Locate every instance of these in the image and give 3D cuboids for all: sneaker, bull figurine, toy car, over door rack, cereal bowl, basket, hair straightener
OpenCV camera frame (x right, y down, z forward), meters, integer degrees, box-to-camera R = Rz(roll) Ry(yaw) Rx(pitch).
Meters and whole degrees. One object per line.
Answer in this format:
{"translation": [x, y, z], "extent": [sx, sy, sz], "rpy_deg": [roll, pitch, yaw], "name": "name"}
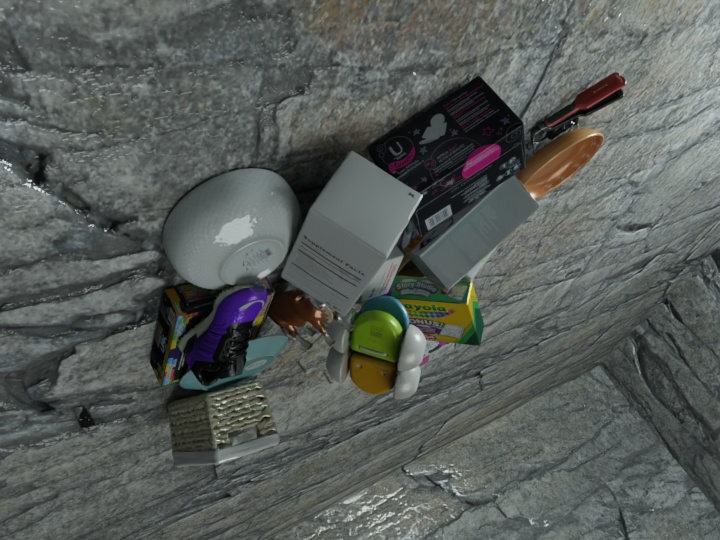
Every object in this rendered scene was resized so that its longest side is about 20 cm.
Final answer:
{"translation": [-0.186, 0.101, 0.934], "extent": [0.069, 0.100, 0.200], "rpy_deg": [1, 145, -47], "name": "sneaker"}
{"translation": [-0.085, 0.069, 1.070], "extent": [0.065, 0.122, 0.200], "rpy_deg": [-46, -161, -30], "name": "bull figurine"}
{"translation": [0.036, 0.130, 1.191], "extent": [0.150, 0.174, 0.200], "rpy_deg": [-64, 164, -44], "name": "toy car"}
{"translation": [-0.045, 0.119, 1.282], "extent": [0.200, 0.067, 0.148], "rpy_deg": [-55, 153, -3], "name": "over door rack"}
{"translation": [-0.165, -0.040, 0.889], "extent": [0.200, 0.083, 0.200], "rpy_deg": [-25, 152, -15], "name": "cereal bowl"}
{"translation": [-0.263, 0.285, 1.200], "extent": [0.135, 0.124, 0.200], "rpy_deg": [-8, 170, -40], "name": "basket"}
{"translation": [0.385, -0.272, 1.161], "extent": [0.200, 0.041, 0.077], "rpy_deg": [-36, 153, 4], "name": "hair straightener"}

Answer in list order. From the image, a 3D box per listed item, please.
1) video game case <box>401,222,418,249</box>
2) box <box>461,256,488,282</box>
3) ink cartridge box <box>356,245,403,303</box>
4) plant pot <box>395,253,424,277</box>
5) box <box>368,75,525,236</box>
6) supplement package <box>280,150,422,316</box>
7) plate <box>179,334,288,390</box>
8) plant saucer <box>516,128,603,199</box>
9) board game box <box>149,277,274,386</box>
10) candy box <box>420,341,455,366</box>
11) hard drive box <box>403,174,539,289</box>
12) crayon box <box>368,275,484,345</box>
{"translation": [0.149, -0.122, 1.173], "extent": [0.143, 0.018, 0.200], "rpy_deg": [-25, 152, -19], "name": "video game case"}
{"translation": [0.237, -0.031, 1.291], "extent": [0.200, 0.041, 0.156], "rpy_deg": [-48, 169, -25], "name": "box"}
{"translation": [0.000, 0.000, 1.154], "extent": [0.200, 0.067, 0.116], "rpy_deg": [-18, 149, -28], "name": "ink cartridge box"}
{"translation": [0.150, -0.042, 1.267], "extent": [0.200, 0.028, 0.200], "rpy_deg": [-27, 163, -9], "name": "plant pot"}
{"translation": [0.133, -0.169, 0.972], "extent": [0.200, 0.115, 0.132], "rpy_deg": [-33, 155, 1], "name": "box"}
{"translation": [-0.018, -0.047, 0.915], "extent": [0.121, 0.120, 0.200], "rpy_deg": [-58, -179, -32], "name": "supplement package"}
{"translation": [-0.213, 0.167, 1.114], "extent": [0.200, 0.026, 0.200], "rpy_deg": [-24, 163, -8], "name": "plate"}
{"translation": [0.372, -0.204, 1.239], "extent": [0.200, 0.038, 0.200], "rpy_deg": [-29, 163, -10], "name": "plant saucer"}
{"translation": [-0.244, 0.093, 1.049], "extent": [0.165, 0.057, 0.200], "rpy_deg": [-15, 148, -36], "name": "board game box"}
{"translation": [0.096, 0.154, 1.438], "extent": [0.200, 0.137, 0.061], "rpy_deg": [-27, 151, -15], "name": "candy box"}
{"translation": [0.180, -0.068, 1.086], "extent": [0.200, 0.077, 0.156], "rpy_deg": [-42, -172, -2], "name": "hard drive box"}
{"translation": [0.131, 0.079, 1.272], "extent": [0.199, 0.058, 0.173], "rpy_deg": [3, 150, 22], "name": "crayon box"}
